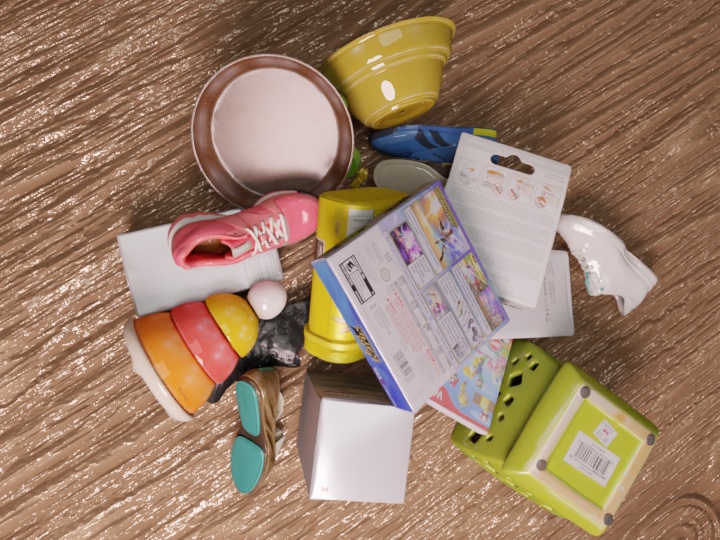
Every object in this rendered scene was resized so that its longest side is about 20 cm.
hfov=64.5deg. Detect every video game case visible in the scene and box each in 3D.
[{"bbox_3d":[0.156,0.108,0.802,0.142,0.017,0.202,34,66,-28],"label":"video game case"},{"bbox_3d":[0.066,0.027,0.664,0.181,0.045,0.201,-36,103,-27],"label":"video game case"}]

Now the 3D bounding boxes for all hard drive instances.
[{"bbox_3d":[0.239,0.032,0.841,0.198,0.027,0.134,3,82,-34],"label":"hard drive"}]

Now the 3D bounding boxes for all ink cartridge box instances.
[{"bbox_3d":[0.179,-0.065,0.766,0.158,0.047,0.202,17,81,1],"label":"ink cartridge box"}]

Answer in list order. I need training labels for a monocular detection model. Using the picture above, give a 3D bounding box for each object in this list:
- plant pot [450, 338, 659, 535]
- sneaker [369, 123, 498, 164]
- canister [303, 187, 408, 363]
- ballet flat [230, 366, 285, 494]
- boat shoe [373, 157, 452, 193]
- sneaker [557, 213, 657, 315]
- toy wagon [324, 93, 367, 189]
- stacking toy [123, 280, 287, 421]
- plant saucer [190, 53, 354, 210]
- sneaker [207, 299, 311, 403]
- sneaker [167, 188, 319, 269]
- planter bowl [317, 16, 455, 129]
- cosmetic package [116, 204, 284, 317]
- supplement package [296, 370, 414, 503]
[{"bbox_3d":[0.281,0.238,0.815,0.199,0.181,0.200,36,83,-9],"label":"plant pot"},{"bbox_3d":[0.111,-0.171,0.842,0.198,0.066,0.079,1,93,-11],"label":"sneaker"},{"bbox_3d":[0.000,0.000,0.742,0.148,0.086,0.202,-15,117,-50],"label":"canister"},{"bbox_3d":[-0.136,0.216,0.786,0.072,0.067,0.202,-25,128,-49],"label":"ballet flat"},{"bbox_3d":[0.117,-0.120,0.813,0.198,0.060,0.072,15,125,2],"label":"boat shoe"},{"bbox_3d":[0.370,-0.007,0.888,0.199,0.075,0.089,37,88,-10],"label":"sneaker"},{"bbox_3d":[-0.072,-0.184,0.770,0.199,0.155,0.040,34,49,-9],"label":"toy wagon"},{"bbox_3d":[-0.178,0.080,0.722,0.199,0.146,0.147,-31,95,-13],"label":"stacking toy"},{"bbox_3d":[-0.107,-0.164,0.706,0.198,0.035,0.202,-1,120,-1],"label":"plant saucer"},{"bbox_3d":[-0.127,0.115,0.799,0.104,0.060,0.201,31,81,-5],"label":"sneaker"},{"bbox_3d":[-0.134,-0.039,0.695,0.198,0.087,0.074,-16,120,-7],"label":"sneaker"},{"bbox_3d":[0.044,-0.244,0.758,0.199,0.200,0.084,-19,89,-10],"label":"planter bowl"},{"bbox_3d":[-0.211,-0.015,0.774,0.198,0.081,0.114,-13,92,-9],"label":"cosmetic package"},{"bbox_3d":[-0.015,0.208,0.749,0.116,0.200,0.118,8,89,-10],"label":"supplement package"}]
